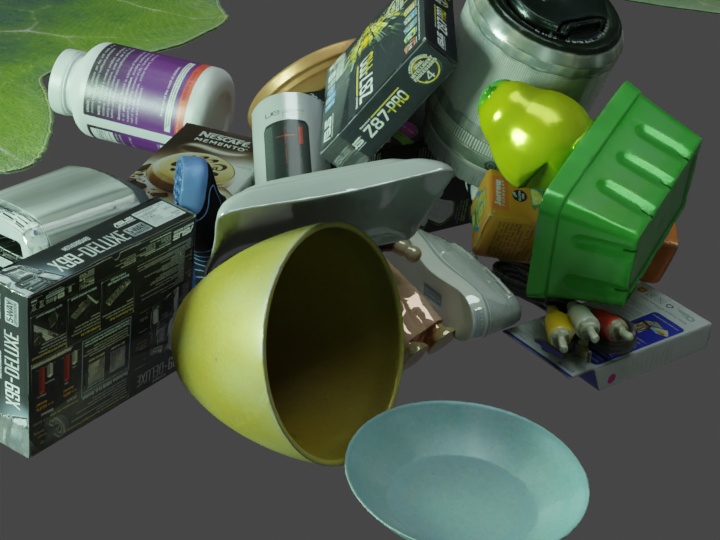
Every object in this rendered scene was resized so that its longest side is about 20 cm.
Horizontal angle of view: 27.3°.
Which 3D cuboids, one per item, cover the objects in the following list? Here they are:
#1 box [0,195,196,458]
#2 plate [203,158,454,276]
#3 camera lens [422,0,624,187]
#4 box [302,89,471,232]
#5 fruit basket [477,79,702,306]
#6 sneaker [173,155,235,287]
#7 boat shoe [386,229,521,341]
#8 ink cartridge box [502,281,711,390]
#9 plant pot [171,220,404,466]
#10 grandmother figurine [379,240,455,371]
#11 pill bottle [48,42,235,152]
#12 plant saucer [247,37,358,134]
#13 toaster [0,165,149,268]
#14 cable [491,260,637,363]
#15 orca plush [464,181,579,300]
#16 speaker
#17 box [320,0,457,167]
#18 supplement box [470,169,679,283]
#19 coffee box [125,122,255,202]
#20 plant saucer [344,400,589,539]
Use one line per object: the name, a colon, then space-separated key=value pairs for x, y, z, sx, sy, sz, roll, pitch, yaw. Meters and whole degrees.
box: x=-0.223 y=0.044 z=1.251 sx=0.050 sy=0.158 sz=0.200 roll=25 pitch=35 yaw=28
plate: x=-0.034 y=-0.049 z=1.268 sx=0.199 sy=0.200 sz=0.032 roll=-11 pitch=76 yaw=-12
camera lens: x=0.161 y=-0.198 z=1.493 sx=0.159 sy=0.200 sz=0.160 roll=12 pitch=44 yaw=-12
box: x=0.042 y=-0.126 z=1.634 sx=0.200 sy=0.125 sz=0.149 roll=-13 pitch=37 yaw=-32
fruit basket: x=0.195 y=-0.089 z=1.387 sx=0.215 sy=0.156 sz=0.216 roll=1 pitch=46 yaw=-1
sneaker: x=-0.132 y=-0.033 z=1.366 sx=0.078 sy=0.200 sz=0.070 roll=-3 pitch=53 yaw=-7
boat shoe: x=0.090 y=0.005 z=1.457 sx=0.068 sy=0.072 sz=0.200 roll=-7 pitch=22 yaw=-24
ink cartridge box: x=0.239 y=0.066 z=1.434 sx=0.200 sy=0.037 sz=0.095 roll=-14 pitch=35 yaw=-36
plant pot: x=-0.075 y=0.061 z=1.252 sx=0.142 sy=0.201 sz=0.200 roll=-1 pitch=22 yaw=34
grandmother figurine: x=0.000 y=0.000 z=1.394 sx=0.121 sy=0.061 sz=0.200 roll=-24 pitch=71 yaw=-40
pill bottle: x=-0.252 y=-0.197 z=1.706 sx=0.199 sy=0.113 sz=0.112 roll=15 pitch=31 yaw=13
plant saucer: x=-0.032 y=-0.195 z=1.699 sx=0.200 sy=0.200 sz=0.038 roll=-14 pitch=69 yaw=-32
toaster: x=-0.275 y=-0.024 z=1.386 sx=0.129 sy=0.114 sz=0.200 roll=-21 pitch=26 yaw=-33
cable: x=0.195 y=0.028 z=1.409 sx=0.097 sy=0.050 sz=0.200 roll=-5 pitch=30 yaw=-16
orca plush: x=0.172 y=-0.033 z=1.560 sx=0.200 sy=0.071 sz=0.105 roll=43 pitch=57 yaw=15
speaker: x=-0.067 y=-0.080 z=1.497 sx=0.081 sy=0.081 sz=0.201 roll=1 pitch=58 yaw=-10
box: x=0.029 y=-0.204 z=1.492 sx=0.049 sy=0.161 sz=0.200 roll=34 pitch=28 yaw=-18
supplement box: x=0.214 y=-0.044 z=1.493 sx=0.199 sy=0.069 sz=0.067 roll=7 pitch=51 yaw=-7
coffee box: x=-0.171 y=-0.071 z=1.538 sx=0.113 sy=0.080 sz=0.200 roll=13 pitch=31 yaw=12
plant saucer: x=0.084 y=0.178 z=1.205 sx=0.200 sy=0.039 sz=0.201 roll=6 pitch=29 yaw=-3
